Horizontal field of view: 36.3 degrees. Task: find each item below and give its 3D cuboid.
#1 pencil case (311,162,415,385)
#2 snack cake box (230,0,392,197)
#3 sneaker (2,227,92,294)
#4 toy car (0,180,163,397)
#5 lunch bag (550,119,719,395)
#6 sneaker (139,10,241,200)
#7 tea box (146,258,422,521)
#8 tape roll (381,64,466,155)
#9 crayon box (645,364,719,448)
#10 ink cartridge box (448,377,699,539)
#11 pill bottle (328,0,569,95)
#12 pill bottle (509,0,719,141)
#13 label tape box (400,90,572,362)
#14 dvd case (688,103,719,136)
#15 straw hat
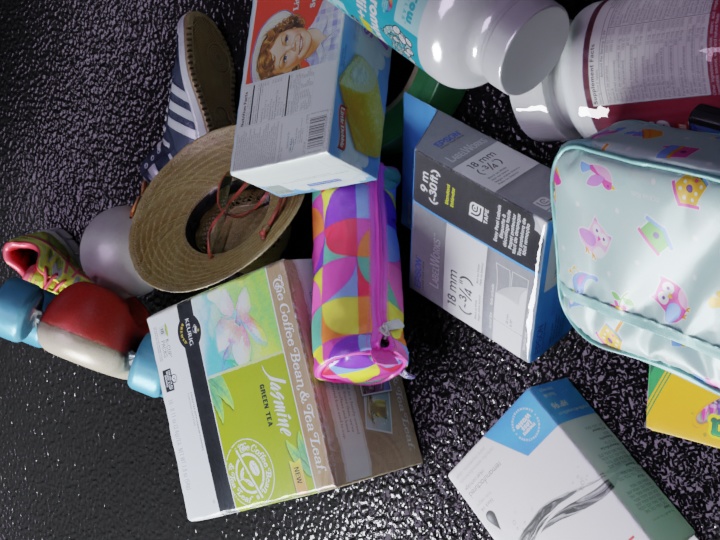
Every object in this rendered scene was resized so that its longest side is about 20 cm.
[{"bbox_3d":[0.000,0.000,0.934,0.088,0.088,0.202,-25,57,37],"label":"pencil case"},{"bbox_3d":[-0.038,-0.172,0.933,0.114,0.067,0.202,-7,71,41],"label":"snack cake box"},{"bbox_3d":[-0.345,0.024,1.272,0.200,0.090,0.079,38,113,30],"label":"sneaker"},{"bbox_3d":[-0.249,0.007,1.145,0.183,0.177,0.202,21,82,1],"label":"toy car"},{"bbox_3d":[0.214,-0.005,0.717,0.199,0.077,0.162,26,127,51],"label":"lunch bag"},{"bbox_3d":[-0.182,-0.159,1.145,0.108,0.070,0.202,-15,85,37],"label":"sneaker"},{"bbox_3d":[-0.073,0.109,1.025,0.196,0.133,0.202,-22,78,36],"label":"tea box"},{"bbox_3d":[0.011,-0.207,0.998,0.199,0.048,0.203,2,93,39],"label":"tape roll"},{"bbox_3d":[0.294,0.069,0.747,0.199,0.058,0.120,10,98,51],"label":"crayon box"},{"bbox_3d":[0.176,0.201,0.867,0.200,0.068,0.116,52,121,25],"label":"ink cartridge box"},{"bbox_3d":[0.057,-0.207,0.802,0.200,0.110,0.111,42,116,31],"label":"pill bottle"},{"bbox_3d":[0.214,-0.145,0.795,0.199,0.109,0.111,0,92,39],"label":"pill bottle"},{"bbox_3d":[0.085,-0.037,0.898,0.199,0.063,0.145,33,140,33],"label":"label tape box"},{"bbox_3d":[0.313,-0.031,0.718,0.199,0.143,0.018,24,62,37],"label":"dvd case"},{"bbox_3d":[-0.116,-0.041,1.050,0.199,0.085,0.203,-17,52,22],"label":"straw hat"}]
